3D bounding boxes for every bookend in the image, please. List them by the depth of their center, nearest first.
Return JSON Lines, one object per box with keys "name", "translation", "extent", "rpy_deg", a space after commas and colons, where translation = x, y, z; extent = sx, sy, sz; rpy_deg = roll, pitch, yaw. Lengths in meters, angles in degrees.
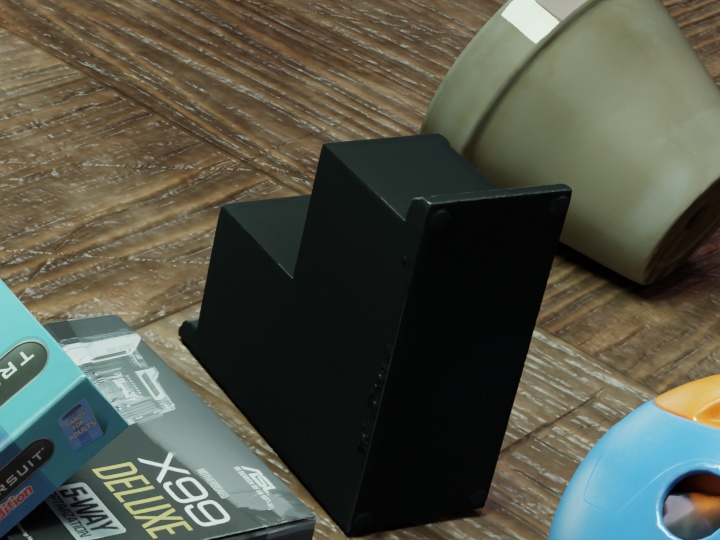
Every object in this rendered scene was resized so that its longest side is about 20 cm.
{"name": "bookend", "translation": [0.000, 0.000, 1.212], "extent": [0.092, 0.200, 0.200], "rpy_deg": [-7, 34, -33]}

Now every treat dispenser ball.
{"name": "treat dispenser ball", "translation": [0.182, 0.147, 1.011], "extent": [0.200, 0.202, 0.201], "rpy_deg": [12, 27, -6]}

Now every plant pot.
{"name": "plant pot", "translation": [0.169, -0.091, 1.509], "extent": [0.174, 0.200, 0.200], "rpy_deg": [44, 36, 17]}

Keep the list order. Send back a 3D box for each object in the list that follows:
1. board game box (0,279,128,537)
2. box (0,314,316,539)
{"name": "board game box", "translation": [-0.223, 0.057, 1.061], "extent": [0.151, 0.047, 0.200], "rpy_deg": [-42, 48, -7]}
{"name": "box", "translation": [-0.142, 0.100, 1.115], "extent": [0.157, 0.050, 0.200], "rpy_deg": [-8, 34, -36]}
